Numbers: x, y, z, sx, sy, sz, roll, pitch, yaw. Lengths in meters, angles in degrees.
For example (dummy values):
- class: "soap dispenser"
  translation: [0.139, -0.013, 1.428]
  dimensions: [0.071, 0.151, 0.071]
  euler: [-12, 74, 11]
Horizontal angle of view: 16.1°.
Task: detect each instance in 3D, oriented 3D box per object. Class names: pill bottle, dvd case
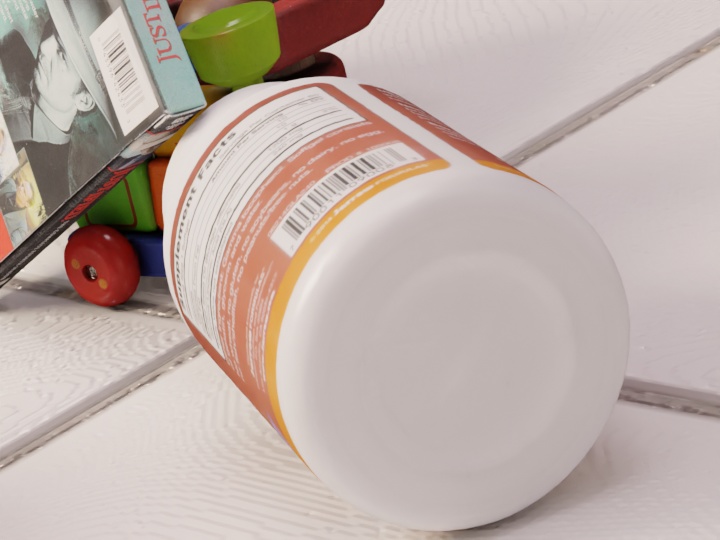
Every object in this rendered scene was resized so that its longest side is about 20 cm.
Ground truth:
- class: "pill bottle"
  translation: [0.000, 0.000, 0.834]
  dimensions: [0.112, 0.113, 0.200]
  euler: [-18, 21, -13]
- class: "dvd case"
  translation: [-0.136, -0.086, 0.984]
  dimensions: [0.022, 0.147, 0.200]
  euler: [-15, -13, -35]

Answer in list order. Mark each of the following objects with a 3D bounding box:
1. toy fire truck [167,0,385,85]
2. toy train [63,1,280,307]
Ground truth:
- class: "toy fire truck"
  translation: [-0.093, -0.097, 1.129]
  dimensions: [0.199, 0.113, 0.168]
  euler: [-9, 19, 14]
- class: "toy train"
  translation: [-0.034, -0.051, 0.977]
  dimensions: [0.199, 0.116, 0.085]
  euler: [2, 26, 36]
